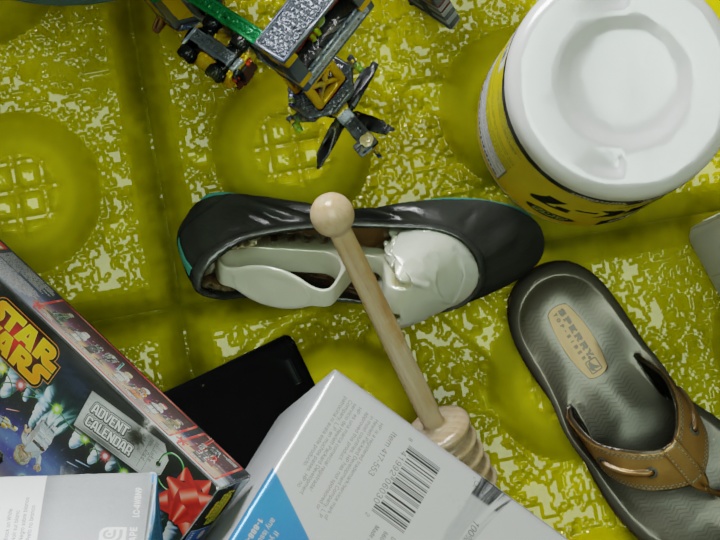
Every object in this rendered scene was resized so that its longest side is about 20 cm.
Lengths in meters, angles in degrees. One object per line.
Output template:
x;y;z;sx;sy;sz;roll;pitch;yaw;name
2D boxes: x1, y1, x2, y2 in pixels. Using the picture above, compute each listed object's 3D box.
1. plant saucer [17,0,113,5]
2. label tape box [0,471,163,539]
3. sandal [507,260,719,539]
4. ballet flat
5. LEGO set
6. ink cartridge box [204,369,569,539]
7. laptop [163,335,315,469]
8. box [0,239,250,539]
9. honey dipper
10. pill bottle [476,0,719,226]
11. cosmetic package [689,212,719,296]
-0.164;-0.198;1.189;0.199;0.036;0.201;10;48;-11;plant saucer
-0.191;0.170;1.127;0.199;0.066;0.144;0;127;3;label tape box
0.154;0.079;1.272;0.082;0.055;0.200;-34;89;-5;sandal
0.000;0.000;1.260;0.199;0.069;0.068;1;127;1;ballet flat
-0.013;-0.164;1.262;0.153;0.116;0.200;26;78;28;LEGO set
0.018;0.173;1.209;0.200;0.086;0.147;37;60;-8;ink cartridge box
-0.099;0.167;1.275;0.200;0.116;0.188;-25;88;-33;laptop
-0.170;0.093;1.213;0.200;0.040;0.137;41;109;15;box
0.019;0.041;1.228;0.038;0.038;0.200;-29;119;-5;honey dipper
0.120;-0.082;1.207;0.114;0.200;0.115;0;86;-3;pill bottle
0.299;0.022;1.228;0.167;0.166;0.201;-27;87;-4;cosmetic package
